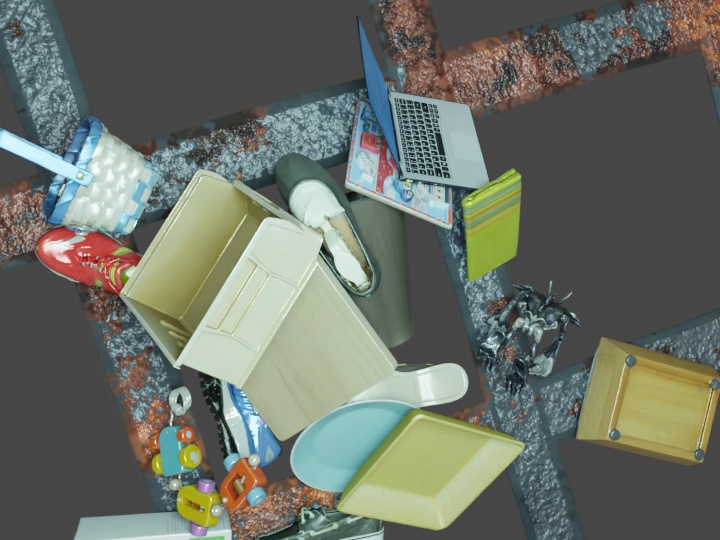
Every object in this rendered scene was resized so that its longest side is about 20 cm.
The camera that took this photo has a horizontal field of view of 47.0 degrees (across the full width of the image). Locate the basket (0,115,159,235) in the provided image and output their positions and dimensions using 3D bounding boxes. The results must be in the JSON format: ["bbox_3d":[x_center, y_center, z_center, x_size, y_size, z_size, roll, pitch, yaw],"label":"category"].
[{"bbox_3d":[-0.357,-0.125,1.008,0.199,0.176,0.140,30,89,-23],"label":"basket"}]

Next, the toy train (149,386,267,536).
[{"bbox_3d":[-0.191,0.250,1.071,0.055,0.200,0.151,10,117,-53],"label":"toy train"}]

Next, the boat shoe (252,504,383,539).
[{"bbox_3d":[-0.064,0.358,1.149,0.198,0.071,0.064,-5,94,-20],"label":"boat shoe"}]

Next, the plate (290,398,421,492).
[{"bbox_3d":[0.000,0.234,1.132,0.198,0.026,0.201,-9,132,-10],"label":"plate"}]

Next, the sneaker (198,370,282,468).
[{"bbox_3d":[-0.158,0.171,1.123,0.089,0.078,0.202,-15,90,-34],"label":"sneaker"}]

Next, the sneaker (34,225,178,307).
[{"bbox_3d":[-0.319,-0.006,1.066,0.199,0.085,0.078,22,86,-13],"label":"sneaker"}]

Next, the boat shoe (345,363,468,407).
[{"bbox_3d":[0.049,0.166,1.166,0.198,0.060,0.073,-6,83,-14],"label":"boat shoe"}]

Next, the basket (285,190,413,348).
[{"bbox_3d":[0.000,0.000,1.115,0.179,0.135,0.202,-21,104,-38],"label":"basket"}]

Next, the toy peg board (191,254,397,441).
[{"bbox_3d":[-0.074,0.077,1.066,0.199,0.098,0.201,-35,94,25],"label":"toy peg board"}]

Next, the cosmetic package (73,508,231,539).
[{"bbox_3d":[-0.272,0.384,1.092,0.198,0.085,0.109,-2,96,-14],"label":"cosmetic package"}]

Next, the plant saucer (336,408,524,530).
[{"bbox_3d":[0.091,0.265,1.135,0.199,0.049,0.200,21,120,-31],"label":"plant saucer"}]

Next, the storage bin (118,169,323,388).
[{"bbox_3d":[-0.163,0.000,0.966,0.093,0.200,0.199,31,91,-38],"label":"storage bin"}]

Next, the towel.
[{"bbox_3d":[0.179,-0.057,1.136,0.086,0.201,0.018,-28,59,-8],"label":"towel"}]

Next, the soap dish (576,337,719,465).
[{"bbox_3d":[0.438,0.201,1.245,0.198,0.081,0.159,15,89,-12],"label":"soap dish"}]

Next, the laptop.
[{"bbox_3d":[0.083,-0.216,1.084,0.198,0.116,0.188,7,47,-13],"label":"laptop"}]

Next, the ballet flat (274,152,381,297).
[{"bbox_3d":[-0.034,-0.052,0.992,0.068,0.068,0.201,-33,104,9],"label":"ballet flat"}]

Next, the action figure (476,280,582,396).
[{"bbox_3d":[0.236,0.091,1.187,0.119,0.102,0.200,37,41,15],"label":"action figure"}]

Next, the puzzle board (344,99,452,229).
[{"bbox_3d":[0.057,-0.149,1.108,0.150,0.201,0.017,21,131,-13],"label":"puzzle board"}]
